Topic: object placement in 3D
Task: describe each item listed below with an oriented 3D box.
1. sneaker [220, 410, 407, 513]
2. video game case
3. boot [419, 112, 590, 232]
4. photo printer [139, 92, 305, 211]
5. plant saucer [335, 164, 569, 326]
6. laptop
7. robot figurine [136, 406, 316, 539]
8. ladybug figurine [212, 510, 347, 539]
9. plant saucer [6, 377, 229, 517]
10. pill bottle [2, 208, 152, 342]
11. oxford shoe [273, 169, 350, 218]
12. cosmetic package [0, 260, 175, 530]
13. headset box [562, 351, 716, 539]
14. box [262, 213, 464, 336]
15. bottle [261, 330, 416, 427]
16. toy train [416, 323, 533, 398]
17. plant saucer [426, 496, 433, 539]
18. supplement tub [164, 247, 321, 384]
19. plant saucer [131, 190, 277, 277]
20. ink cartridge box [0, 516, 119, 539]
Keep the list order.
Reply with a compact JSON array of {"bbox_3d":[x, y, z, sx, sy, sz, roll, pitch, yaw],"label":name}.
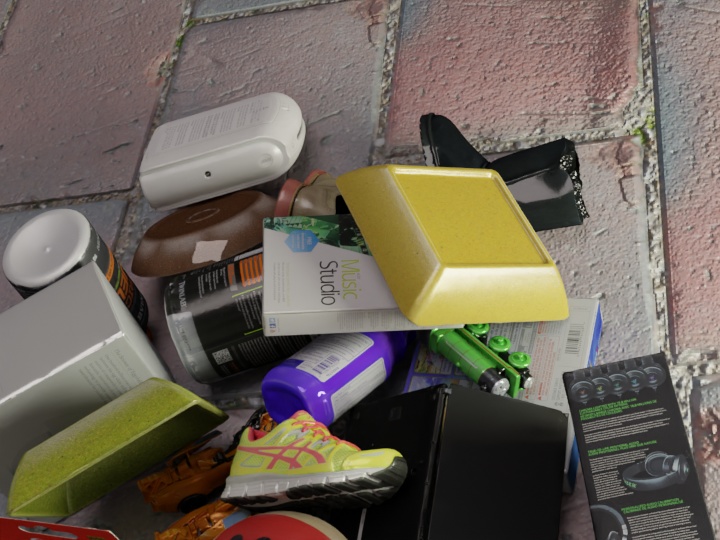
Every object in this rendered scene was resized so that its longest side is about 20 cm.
[{"bbox_3d":[-0.046,0.170,1.124,0.199,0.078,0.091,-9,61,31],"label":"sneaker"},{"bbox_3d":[0.137,0.116,1.216,0.180,0.046,0.201,3,54,22],"label":"video game case"},{"bbox_3d":[0.162,-0.115,1.373,0.167,0.077,0.202,-17,55,11],"label":"boot"},{"bbox_3d":[-0.165,-0.153,1.511,0.198,0.070,0.167,-16,27,8],"label":"photo printer"},{"bbox_3d":[0.100,-0.038,1.206,0.198,0.049,0.201,-1,48,-32],"label":"plant saucer"},{"bbox_3d":[0.077,0.208,1.132,0.199,0.103,0.179,-20,46,40],"label":"laptop"},{"bbox_3d":[-0.120,0.210,1.228,0.199,0.058,0.145,-29,49,-3],"label":"robot figurine"},{"bbox_3d":[-0.083,0.287,1.104,0.199,0.072,0.137,-13,72,36],"label":"ladybug figurine"},{"bbox_3d":[-0.234,0.165,1.170,0.199,0.200,0.048,-31,79,-4],"label":"plant saucer"},{"bbox_3d":[-0.303,0.032,1.349,0.105,0.201,0.107,-11,51,13],"label":"pill bottle"},{"bbox_3d":[-0.038,-0.068,1.375,0.074,0.071,0.200,17,14,10],"label":"oxford shoe"},{"bbox_3d":[-0.305,0.132,1.268,0.199,0.200,0.123,-29,48,-4],"label":"cosmetic package"},{"bbox_3d":[0.239,0.193,1.027,0.092,0.175,0.201,-13,50,10],"label":"headset box"},{"bbox_3d":[0.000,0.000,1.226,0.198,0.037,0.145,-2,43,-3],"label":"box"},{"bbox_3d":[-0.010,0.091,1.244,0.083,0.066,0.200,10,33,40],"label":"bottle"},{"bbox_3d":[0.091,0.063,1.210,0.056,0.042,0.200,-22,43,-30],"label":"toy train"},{"bbox_3d":[0.039,0.290,1.118,0.198,0.036,0.201,-11,49,13],"label":"plant saucer"},{"bbox_3d":[-0.102,0.038,1.321,0.198,0.123,0.123,-18,48,5],"label":"supplement tub"},{"bbox_3d":[-0.178,-0.050,1.416,0.199,0.037,0.201,-16,18,5],"label":"plant saucer"},{"bbox_3d":[-0.258,0.295,1.115,0.161,0.201,0.050,2,54,22],"label":"ink cartridge box"}]
